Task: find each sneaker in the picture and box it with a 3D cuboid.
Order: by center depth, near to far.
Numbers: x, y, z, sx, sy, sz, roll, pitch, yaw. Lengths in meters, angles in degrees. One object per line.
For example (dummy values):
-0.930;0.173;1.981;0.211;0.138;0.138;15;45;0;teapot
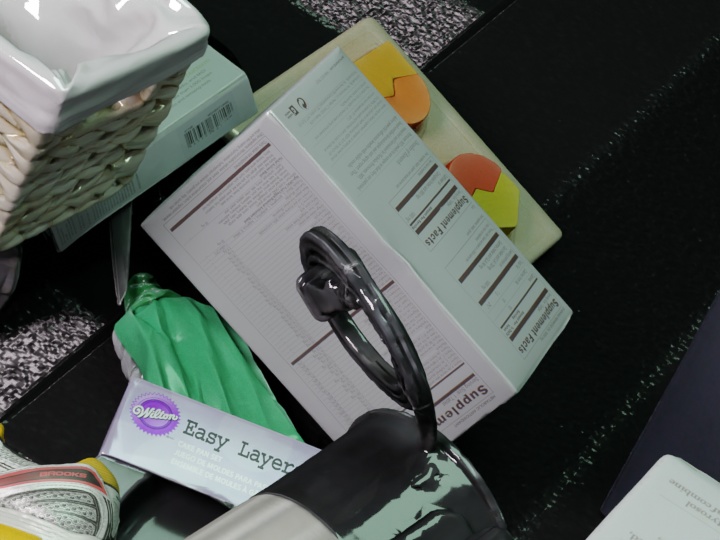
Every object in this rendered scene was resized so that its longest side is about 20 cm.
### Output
-0.204;0.110;1.376;0.200;0.078;0.082;13;52;16;sneaker

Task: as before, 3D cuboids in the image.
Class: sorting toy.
0.024;-0.058;1.751;0.185;0.036;0.200;49;38;3;sorting toy

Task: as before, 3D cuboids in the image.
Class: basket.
-0.202;-0.120;1.517;0.200;0.123;0.136;38;37;17;basket

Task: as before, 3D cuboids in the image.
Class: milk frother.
-0.042;0.111;1.301;0.188;0.180;0.200;-31;88;-33;milk frother

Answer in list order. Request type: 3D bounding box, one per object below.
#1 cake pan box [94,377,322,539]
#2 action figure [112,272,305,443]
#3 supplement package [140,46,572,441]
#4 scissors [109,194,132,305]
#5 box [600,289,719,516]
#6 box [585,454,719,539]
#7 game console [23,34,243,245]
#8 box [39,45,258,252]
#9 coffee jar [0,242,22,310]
-0.060;0.164;1.416;0.200;0.052;0.184;23;51;-2;cake pan box
-0.082;0.077;1.547;0.118;0.055;0.200;-4;49;-31;action figure
0.000;0.000;1.585;0.200;0.114;0.110;49;31;-5;supplement package
-0.140;-0.056;1.635;0.073;0.014;0.200;2;51;14;scissors
0.266;0.072;1.636;0.117;0.197;0.200;41;39;22;box
0.154;0.241;1.358;0.200;0.199;0.171;33;37;14;box
-0.143;-0.075;1.732;0.176;0.116;0.200;35;24;-42;game console
-0.174;-0.108;1.656;0.144;0.036;0.200;-37;49;-19;box
-0.266;-0.055;1.576;0.104;0.085;0.200;-10;49;-29;coffee jar
